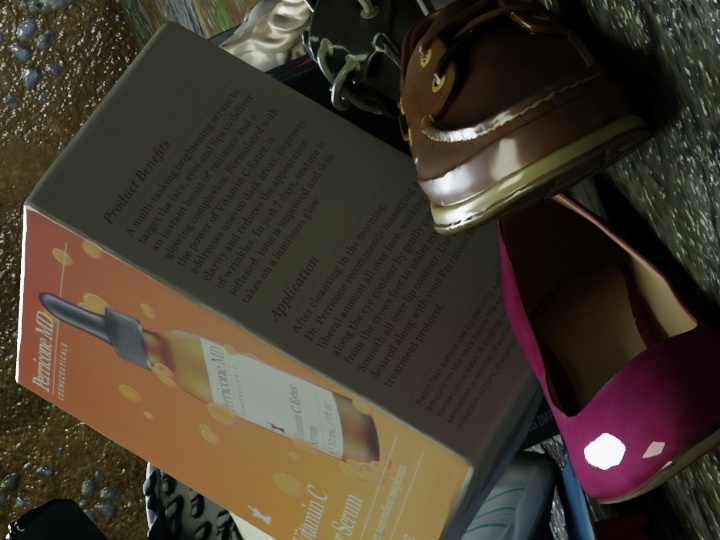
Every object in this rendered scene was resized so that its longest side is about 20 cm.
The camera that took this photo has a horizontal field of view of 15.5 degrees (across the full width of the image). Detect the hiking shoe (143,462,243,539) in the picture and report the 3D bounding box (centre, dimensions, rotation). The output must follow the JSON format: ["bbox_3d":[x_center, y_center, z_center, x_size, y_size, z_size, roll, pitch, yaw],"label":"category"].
[{"bbox_3d":[-0.058,0.141,1.369,0.087,0.074,0.201,-25,-65,-56],"label":"hiking shoe"}]

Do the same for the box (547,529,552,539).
[{"bbox_3d":[0.061,0.214,1.331,0.200,0.106,0.153,-97,-12,-57],"label":"box"}]

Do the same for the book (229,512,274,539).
[{"bbox_3d":[-0.013,0.049,1.337,0.200,0.048,0.134,-39,-74,-50],"label":"book"}]

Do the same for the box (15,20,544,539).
[{"bbox_3d":[-0.028,0.023,1.066,0.200,0.106,0.152,30,151,9],"label":"box"}]

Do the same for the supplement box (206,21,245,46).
[{"bbox_3d":[-0.070,-0.107,1.503,0.200,0.109,0.061,-152,38,-82],"label":"supplement box"}]

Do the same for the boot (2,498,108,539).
[{"bbox_3d":[-0.113,0.178,1.310,0.168,0.076,0.200,48,138,15],"label":"boot"}]

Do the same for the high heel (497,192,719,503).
[{"bbox_3d":[0.075,0.017,0.867,0.096,0.067,0.200,56,178,-4],"label":"high heel"}]

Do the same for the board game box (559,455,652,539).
[{"bbox_3d":[0.124,0.159,1.151,0.200,0.039,0.159,81,177,-78],"label":"board game box"}]

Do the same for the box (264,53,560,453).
[{"bbox_3d":[0.000,0.000,1.224,0.201,0.122,0.106,66,172,-8],"label":"box"}]

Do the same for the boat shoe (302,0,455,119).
[{"bbox_3d":[0.012,-0.090,1.054,0.071,0.063,0.200,72,172,-47],"label":"boat shoe"}]

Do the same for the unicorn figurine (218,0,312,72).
[{"bbox_3d":[-0.058,-0.108,1.331,0.074,0.200,0.137,31,-177,-5],"label":"unicorn figurine"}]

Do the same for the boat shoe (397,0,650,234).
[{"bbox_3d":[0.042,-0.057,0.876,0.200,0.072,0.068,-139,23,-82],"label":"boat shoe"}]

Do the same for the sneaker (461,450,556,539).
[{"bbox_3d":[0.035,0.134,1.177,0.200,0.080,0.071,-51,-28,-56],"label":"sneaker"}]
